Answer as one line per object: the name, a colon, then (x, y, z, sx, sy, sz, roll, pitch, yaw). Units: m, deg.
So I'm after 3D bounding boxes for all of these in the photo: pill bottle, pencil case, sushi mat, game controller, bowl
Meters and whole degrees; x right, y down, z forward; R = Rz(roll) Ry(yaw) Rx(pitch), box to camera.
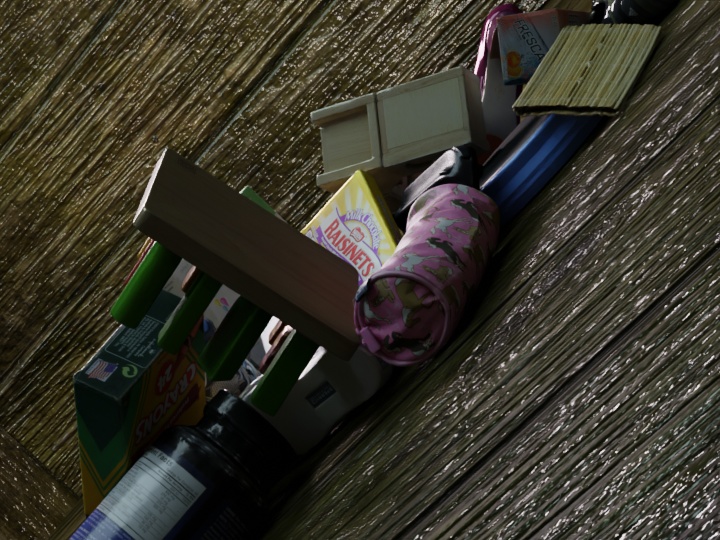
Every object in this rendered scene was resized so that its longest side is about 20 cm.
pill bottle: (-0.146, 0.198, 1.489, 0.200, 0.112, 0.112, -48, 4, -14)
pencil case: (0.056, -0.001, 1.474, 0.200, 0.086, 0.084, -55, -22, -60)
sushi mat: (0.206, -0.181, 1.645, 0.095, 0.012, 0.200, 2, 28, 21)
game controller: (0.072, -0.042, 1.665, 0.042, 0.105, 0.200, -8, -9, -15)
bowl: (0.156, -0.107, 1.701, 0.201, 0.039, 0.201, -47, 5, 5)

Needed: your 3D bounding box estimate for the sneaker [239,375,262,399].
sneaker: (-0.105, 0.161, 1.680, 0.200, 0.073, 0.112, -47, 1, -11)

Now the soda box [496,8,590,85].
soda box: (0.188, -0.222, 1.832, 0.063, 0.069, 0.200, -6, 5, 18)

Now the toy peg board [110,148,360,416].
toy peg board: (-0.109, 0.014, 1.505, 0.098, 0.199, 0.199, -54, 11, 14)

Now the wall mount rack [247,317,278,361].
wall mount rack: (-0.071, 0.083, 1.807, 0.174, 0.074, 0.201, -43, 30, 13)

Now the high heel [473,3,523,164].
high heel: (0.142, -0.178, 1.935, 0.096, 0.067, 0.202, -73, -2, -69)

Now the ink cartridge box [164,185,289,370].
ink cartridge box: (-0.108, 0.031, 2.039, 0.145, 0.200, 0.087, -48, 8, -26)

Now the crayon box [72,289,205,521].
crayon box: (-0.184, 0.131, 1.561, 0.127, 0.050, 0.201, -51, -25, -41)

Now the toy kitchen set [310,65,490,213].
toy kitchen set: (0.077, -0.079, 1.862, 0.179, 0.165, 0.200, -15, -18, 27)

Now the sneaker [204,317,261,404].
sneaker: (-0.126, 0.104, 1.703, 0.084, 0.077, 0.201, -16, -36, -11)

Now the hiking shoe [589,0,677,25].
hiking shoe: (0.273, -0.288, 1.896, 0.101, 0.076, 0.200, -42, 7, 21)

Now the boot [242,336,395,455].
boot: (-0.023, 0.091, 1.576, 0.199, 0.073, 0.090, -31, 10, 44)

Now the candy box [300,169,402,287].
candy box: (0.000, 0.000, 1.715, 0.102, 0.026, 0.201, -45, 38, 17)
